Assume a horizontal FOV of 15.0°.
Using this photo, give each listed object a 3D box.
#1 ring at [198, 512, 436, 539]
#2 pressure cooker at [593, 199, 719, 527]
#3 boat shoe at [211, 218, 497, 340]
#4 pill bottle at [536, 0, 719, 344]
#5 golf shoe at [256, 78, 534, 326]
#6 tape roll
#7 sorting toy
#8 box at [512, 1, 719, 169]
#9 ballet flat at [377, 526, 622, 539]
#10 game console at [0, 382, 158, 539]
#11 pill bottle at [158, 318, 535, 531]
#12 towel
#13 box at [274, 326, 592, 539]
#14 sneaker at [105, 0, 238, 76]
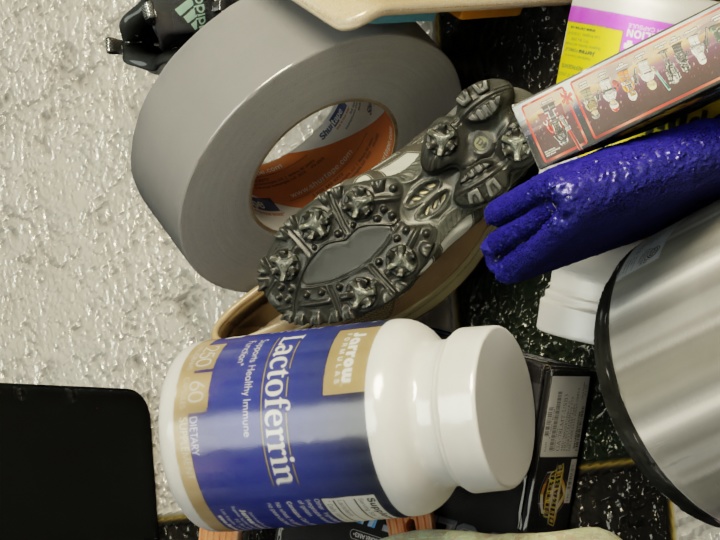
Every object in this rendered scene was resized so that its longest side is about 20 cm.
[{"bbox_3d":[-0.025,0.174,1.690,0.200,0.019,0.201,-6,82,42],"label":"ring"},{"bbox_3d":[0.241,0.031,1.411,0.200,0.178,0.176,-30,52,42],"label":"pressure cooker"},{"bbox_3d":[0.000,0.000,1.672,0.200,0.065,0.071,-39,42,3],"label":"boat shoe"},{"bbox_3d":[0.154,-0.058,1.555,0.104,0.104,0.201,15,97,41],"label":"pill bottle"},{"bbox_3d":[0.031,-0.035,1.620,0.200,0.094,0.078,-34,86,13],"label":"golf shoe"},{"bbox_3d":[-0.038,-0.082,1.665,0.200,0.200,0.066,-55,53,24],"label":"tape roll"},{"bbox_3d":[0.011,-0.190,1.638,0.185,0.200,0.037,36,125,38],"label":"sorting toy"},{"bbox_3d":[0.192,-0.115,1.386,0.200,0.137,0.040,-25,88,36],"label":"box"},{"bbox_3d":[0.059,0.180,1.579,0.199,0.062,0.068,-12,90,17],"label":"ballet flat"},{"bbox_3d":[-0.235,0.175,1.818,0.176,0.200,0.117,-50,56,27],"label":"game console"},{"bbox_3d":[-0.007,0.089,1.594,0.199,0.116,0.116,-7,81,23],"label":"pill bottle"},{"bbox_3d":[0.166,-0.056,1.432,0.050,0.200,0.148,67,162,9],"label":"towel"},{"bbox_3d":[0.039,0.137,1.680,0.200,0.050,0.199,14,95,42],"label":"box"},{"bbox_3d":[-0.079,-0.164,1.746,0.200,0.140,0.078,-24,70,38],"label":"sneaker"}]
